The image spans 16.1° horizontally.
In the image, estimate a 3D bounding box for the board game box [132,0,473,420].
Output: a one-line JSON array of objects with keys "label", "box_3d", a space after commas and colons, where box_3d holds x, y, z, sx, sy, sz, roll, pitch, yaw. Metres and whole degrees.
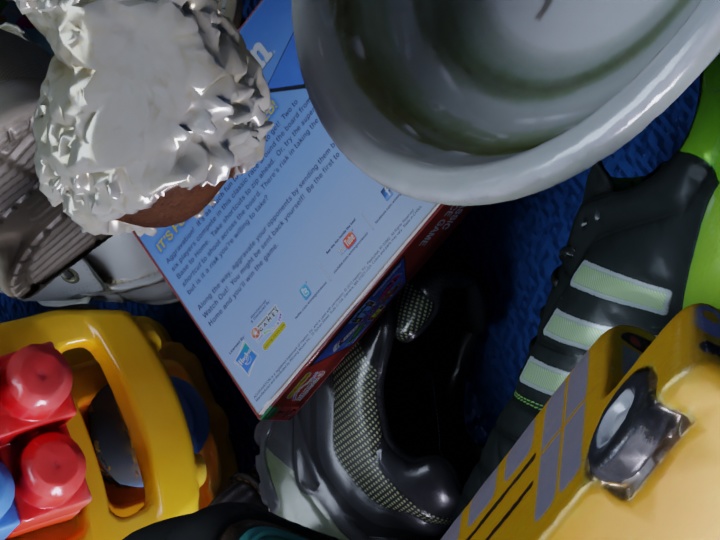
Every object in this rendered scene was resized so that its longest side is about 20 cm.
[{"label": "board game box", "box_3d": [0.004, -0.058, 0.811, 0.200, 0.019, 0.103, -49, 61, 24]}]

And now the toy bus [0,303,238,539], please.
[{"label": "toy bus", "box_3d": [-0.121, 0.071, 0.926, 0.192, 0.199, 0.137, -42, 67, 59]}]

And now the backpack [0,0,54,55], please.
[{"label": "backpack", "box_3d": [-0.218, -0.076, 1.005, 0.177, 0.150, 0.201, 35, 99, 40]}]

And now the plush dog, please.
[{"label": "plush dog", "box_3d": [-0.052, -0.132, 0.718, 0.160, 0.172, 0.200, 40, 101, -12]}]

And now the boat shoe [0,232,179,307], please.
[{"label": "boat shoe", "box_3d": [-0.121, -0.015, 1.023, 0.199, 0.069, 0.071, -6, 96, 54]}]

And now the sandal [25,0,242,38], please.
[{"label": "sandal", "box_3d": [-0.106, -0.157, 0.907, 0.070, 0.077, 0.212, 74, 171, -49]}]

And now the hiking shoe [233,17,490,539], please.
[{"label": "hiking shoe", "box_3d": [0.000, 0.000, 0.875, 0.100, 0.076, 0.202, -23, 84, 36]}]

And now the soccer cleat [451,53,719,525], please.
[{"label": "soccer cleat", "box_3d": [0.083, 0.018, 0.766, 0.200, 0.067, 0.081, -54, 50, 41]}]

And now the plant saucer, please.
[{"label": "plant saucer", "box_3d": [0.063, -0.108, 0.709, 0.199, 0.050, 0.202, -25, 54, 40]}]

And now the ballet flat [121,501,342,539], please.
[{"label": "ballet flat", "box_3d": [-0.011, 0.119, 0.830, 0.068, 0.200, 0.069, -5, 63, 35]}]

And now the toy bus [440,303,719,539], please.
[{"label": "toy bus", "box_3d": [0.061, 0.087, 0.704, 0.065, 0.078, 0.200, 29, 122, -10]}]

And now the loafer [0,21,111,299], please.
[{"label": "loafer", "box_3d": [-0.118, -0.045, 0.873, 0.068, 0.075, 0.200, 52, 174, 10]}]

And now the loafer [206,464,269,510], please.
[{"label": "loafer", "box_3d": [-0.023, 0.159, 0.951, 0.073, 0.072, 0.202, 11, 113, 50]}]
